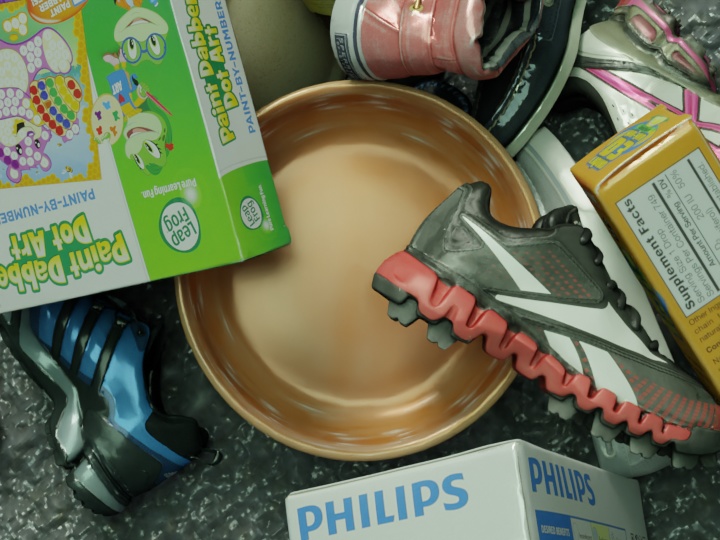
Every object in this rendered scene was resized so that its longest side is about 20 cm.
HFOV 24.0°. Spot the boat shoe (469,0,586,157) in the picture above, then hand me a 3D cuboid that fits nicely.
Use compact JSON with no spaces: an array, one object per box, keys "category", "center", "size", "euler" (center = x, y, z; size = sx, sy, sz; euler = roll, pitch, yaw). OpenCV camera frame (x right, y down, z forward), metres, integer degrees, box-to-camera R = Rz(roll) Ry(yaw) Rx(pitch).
[{"category":"boat shoe","center":[0.097,-0.158,0.969],"size":[0.062,0.075,0.201],"euler":[28,79,-24]}]

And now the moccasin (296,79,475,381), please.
[{"category":"moccasin","center":[0.019,-0.017,0.961],"size":[0.080,0.068,0.202],"euler":[15,80,15]}]

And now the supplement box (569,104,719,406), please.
[{"category":"supplement box","center":[0.188,0.015,0.874],"size":[0.068,0.067,0.201],"euler":[-31,101,2]}]

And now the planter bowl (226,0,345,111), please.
[{"category":"planter bowl","center":[-0.116,-0.153,0.987],"size":[0.198,0.135,0.202],"euler":[-3,75,12]}]

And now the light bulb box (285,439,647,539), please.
[{"category":"light bulb box","center":[0.070,0.201,0.819],"size":[0.124,0.198,0.202],"euler":[-15,72,22]}]

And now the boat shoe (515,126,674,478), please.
[{"category":"boat shoe","center":[0.120,0.020,0.936],"size":[0.068,0.072,0.201],"euler":[-23,82,2]}]

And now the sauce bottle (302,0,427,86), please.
[{"category":"sauce bottle","center":[-0.010,-0.171,0.937],"size":[0.064,0.200,0.065],"euler":[-12,56,20]}]

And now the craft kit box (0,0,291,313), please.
[{"category":"craft kit box","center":[-0.144,-0.088,0.872],"size":[0.199,0.048,0.199],"euler":[-12,99,39]}]

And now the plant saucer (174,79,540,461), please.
[{"category":"plant saucer","center":[0.000,0.000,0.910],"size":[0.198,0.037,0.202],"euler":[0,88,-3]}]

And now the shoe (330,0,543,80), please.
[{"category":"shoe","center":[0.065,-0.177,0.911],"size":[0.090,0.072,0.201],"euler":[8,53,30]}]

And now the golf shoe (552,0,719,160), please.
[{"category":"golf shoe","center":[0.187,-0.062,0.941],"size":[0.092,0.073,0.200],"euler":[-43,62,5]}]

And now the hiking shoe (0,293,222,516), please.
[{"category":"hiking shoe","center":[-0.158,0.039,0.989],"size":[0.086,0.074,0.201],"euler":[-26,82,-2]}]

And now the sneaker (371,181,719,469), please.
[{"category":"sneaker","center":[0.109,0.024,0.860],"size":[0.199,0.071,0.098],"euler":[31,88,0]}]
